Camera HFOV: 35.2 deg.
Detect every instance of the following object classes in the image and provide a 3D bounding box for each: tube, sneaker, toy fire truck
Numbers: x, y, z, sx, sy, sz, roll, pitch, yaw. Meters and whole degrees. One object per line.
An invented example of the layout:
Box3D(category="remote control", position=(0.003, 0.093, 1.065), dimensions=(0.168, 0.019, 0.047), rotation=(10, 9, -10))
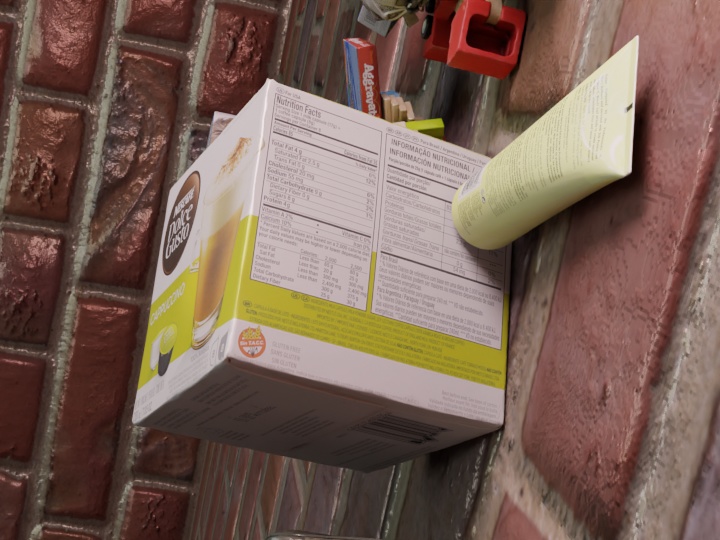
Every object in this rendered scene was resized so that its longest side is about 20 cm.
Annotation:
Box3D(category="tube", position=(0.112, -0.060, 0.670), dimensions=(0.058, 0.052, 0.200), rotation=(57, 158, 4))
Box3D(category="sneaker", position=(0.042, -0.243, 0.937), dimensions=(0.200, 0.074, 0.082), rotation=(-132, 26, -73))
Box3D(category="toy fire truck", position=(0.093, -0.236, 0.923), dimensions=(0.141, 0.049, 0.201), rotation=(133, 146, -71))

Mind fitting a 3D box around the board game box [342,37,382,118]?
Box3D(category="board game box", position=(0.007, -0.102, 1.015), dimensions=(0.103, 0.019, 0.201), rotation=(-120, 24, -72))

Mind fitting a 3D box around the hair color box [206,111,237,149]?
Box3D(category="hair color box", position=(-0.089, -0.120, 1.374), dimensions=(0.061, 0.199, 0.100), rotation=(111, 165, -45))

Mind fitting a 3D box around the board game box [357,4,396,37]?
Box3D(category="board game box", position=(0.065, -0.331, 1.064), dimensions=(0.135, 0.034, 0.200), rotation=(-57, -3, -32))

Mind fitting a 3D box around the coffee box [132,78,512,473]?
Box3D(category="coffee box", position=(-0.028, 0.017, 0.811), dimensions=(0.200, 0.199, 0.199), rotation=(-33, 47, 56))

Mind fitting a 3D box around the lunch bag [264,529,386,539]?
Box3D(category="lunch bag", position=(-0.019, 0.288, 0.772), dimensions=(0.200, 0.139, 0.168), rotation=(115, 163, -57))

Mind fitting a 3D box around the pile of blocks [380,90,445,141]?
Box3D(category="pile of blocks", position=(0.048, -0.122, 1.002), dimensions=(0.200, 0.062, 0.082), rotation=(-112, 16, -63))
